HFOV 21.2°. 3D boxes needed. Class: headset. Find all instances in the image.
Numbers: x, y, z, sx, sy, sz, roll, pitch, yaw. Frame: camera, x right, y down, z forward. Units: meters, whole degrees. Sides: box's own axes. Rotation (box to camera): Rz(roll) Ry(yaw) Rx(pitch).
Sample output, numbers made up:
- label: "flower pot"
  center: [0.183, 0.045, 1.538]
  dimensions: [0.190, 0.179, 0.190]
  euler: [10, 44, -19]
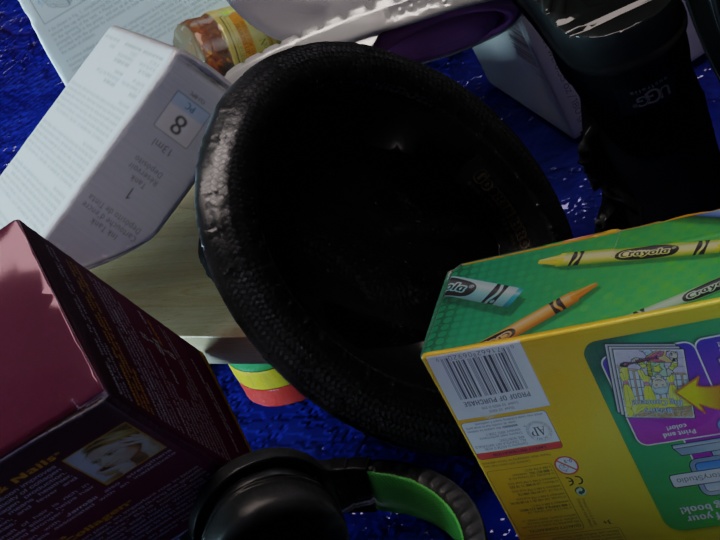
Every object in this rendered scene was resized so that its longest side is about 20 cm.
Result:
- label: "headset"
  center: [-0.042, 0.140, 0.788]
  dimensions: [0.198, 0.094, 0.124]
  euler: [-3, 36, 13]

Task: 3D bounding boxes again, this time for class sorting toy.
- label: "sorting toy"
  center: [-0.059, -0.006, 1.010]
  dimensions: [0.199, 0.070, 0.199]
  euler: [-2, 39, 39]

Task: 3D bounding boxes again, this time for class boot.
- label: "boot"
  center: [0.110, -0.087, 0.873]
  dimensions: [0.076, 0.169, 0.201]
  euler: [-21, 38, 0]

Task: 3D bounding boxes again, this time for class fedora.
- label: "fedora"
  center: [0.000, 0.000, 0.853]
  dimensions: [0.091, 0.201, 0.201]
  euler: [-32, 17, 51]

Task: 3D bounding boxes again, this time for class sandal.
- label: "sandal"
  center: [-0.007, -0.093, 0.970]
  dimensions: [0.202, 0.082, 0.050]
  euler: [-25, 71, 21]

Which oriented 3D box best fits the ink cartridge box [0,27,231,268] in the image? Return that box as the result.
- label: "ink cartridge box"
  center: [-0.144, -0.020, 0.916]
  dimensions: [0.201, 0.047, 0.160]
  euler: [-56, 21, -1]

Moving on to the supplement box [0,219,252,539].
- label: "supplement box"
  center: [-0.128, 0.070, 0.804]
  dimensions: [0.110, 0.200, 0.086]
  euler: [-32, 67, 5]

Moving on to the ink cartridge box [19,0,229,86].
- label: "ink cartridge box"
  center: [-0.120, -0.166, 1.179]
  dimensions: [0.159, 0.201, 0.047]
  euler: [-31, 17, -3]

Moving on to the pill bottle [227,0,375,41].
- label: "pill bottle"
  center: [-0.029, -0.197, 1.054]
  dimensions: [0.113, 0.114, 0.200]
  euler: [-26, 18, 5]

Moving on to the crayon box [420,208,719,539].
- label: "crayon box"
  center: [0.137, 0.042, 0.709]
  dimensions: [0.199, 0.119, 0.058]
  euler: [-12, 33, 27]

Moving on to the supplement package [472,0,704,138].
- label: "supplement package"
  center: [0.151, -0.188, 1.055]
  dimensions: [0.199, 0.122, 0.120]
  euler: [-34, 28, -6]

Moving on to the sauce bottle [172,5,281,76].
- label: "sauce bottle"
  center: [-0.012, -0.146, 1.151]
  dimensions: [0.199, 0.066, 0.066]
  euler: [-21, 25, -20]

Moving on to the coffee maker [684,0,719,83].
- label: "coffee maker"
  center: [0.215, -0.143, 0.777]
  dimensions: [0.200, 0.135, 0.192]
  euler: [-51, 12, -32]
